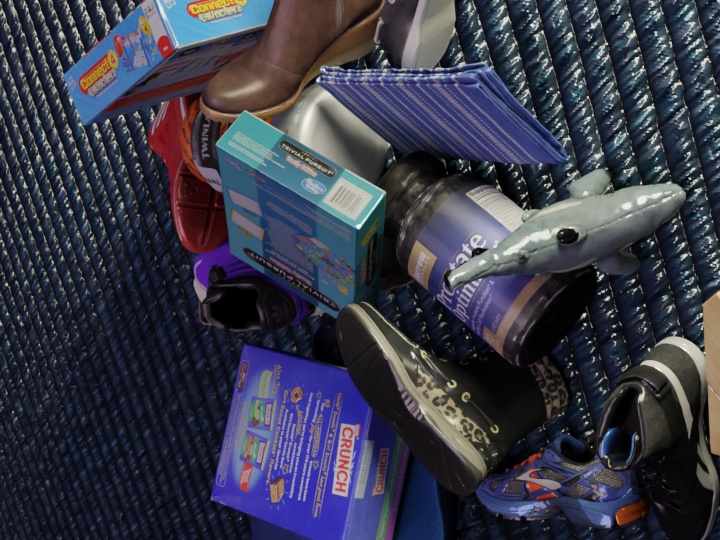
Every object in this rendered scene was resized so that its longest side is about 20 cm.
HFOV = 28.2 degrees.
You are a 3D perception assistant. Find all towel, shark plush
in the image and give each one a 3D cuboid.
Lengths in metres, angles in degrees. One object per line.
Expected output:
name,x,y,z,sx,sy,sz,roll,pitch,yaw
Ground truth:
towel,0.071,-0.138,1.258,0.199,0.024,0.145,9,159,45
shark plush,0.159,-0.035,1.160,0.083,0.199,0.091,169,94,-77

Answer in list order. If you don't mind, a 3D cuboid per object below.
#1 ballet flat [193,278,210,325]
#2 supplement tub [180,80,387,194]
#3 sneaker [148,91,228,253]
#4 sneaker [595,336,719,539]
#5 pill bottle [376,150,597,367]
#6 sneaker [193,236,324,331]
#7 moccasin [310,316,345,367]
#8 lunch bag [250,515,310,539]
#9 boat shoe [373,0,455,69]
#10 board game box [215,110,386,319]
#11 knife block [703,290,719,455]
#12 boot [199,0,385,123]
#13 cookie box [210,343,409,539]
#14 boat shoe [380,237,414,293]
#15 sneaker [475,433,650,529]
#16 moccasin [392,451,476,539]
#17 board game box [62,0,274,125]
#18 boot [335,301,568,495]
ballet flat,-0.155,-0.019,1.597,0.069,0.071,0.201,28,130,28
supplement tub,-0.081,-0.126,1.411,0.199,0.122,0.123,8,117,45
sneaker,-0.181,-0.109,1.549,0.115,0.078,0.201,-23,61,62
sneaker,0.246,0.166,1.229,0.073,0.112,0.201,13,121,44
pill bottle,0.104,-0.016,1.281,0.200,0.112,0.112,41,137,24
sneaker,-0.130,0.018,1.468,0.200,0.099,0.070,13,123,49
moccasin,0.016,0.132,1.493,0.200,0.080,0.068,53,136,10
lunch bag,-0.030,0.254,1.568,0.199,0.136,0.133,20,126,40
boat shoe,0.057,-0.256,1.228,0.060,0.074,0.200,39,145,19
board game box,-0.053,-0.042,1.315,0.151,0.047,0.200,31,157,14
knife block,0.359,0.110,1.111,0.175,0.064,0.201,13,121,43
boot,-0.065,-0.233,1.263,0.072,0.199,0.167,42,152,33
cookie box,-0.047,0.177,1.444,0.199,0.075,0.172,12,89,45
boat shoe,0.000,0.000,1.435,0.075,0.073,0.200,59,141,4
sneaker,0.187,0.192,1.357,0.199,0.075,0.079,-4,94,45
moccasin,0.079,0.235,1.423,0.080,0.068,0.201,-4,78,41
board game box,-0.154,-0.221,1.375,0.195,0.199,0.056,-25,89,50
boot,0.085,0.092,1.332,0.204,0.153,0.074,51,145,14
